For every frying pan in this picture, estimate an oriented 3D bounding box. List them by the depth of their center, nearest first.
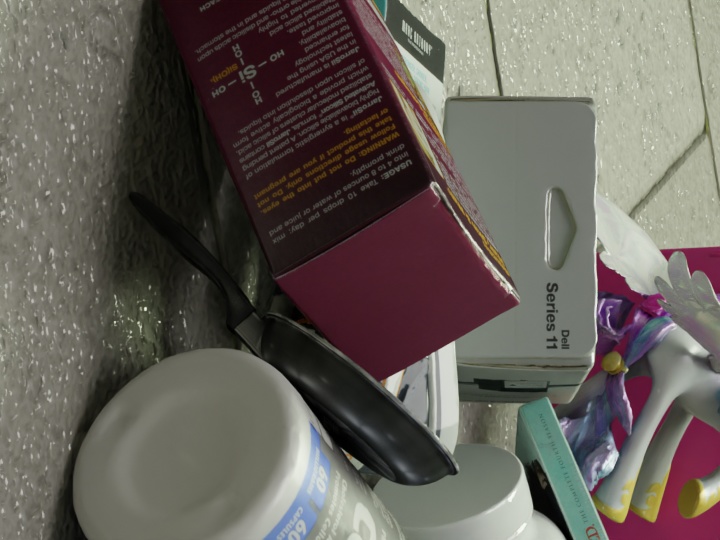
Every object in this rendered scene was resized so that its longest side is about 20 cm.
[{"bbox_3d":[-0.031,0.037,1.286,0.190,0.115,0.031,42,80,-14],"label":"frying pan"}]

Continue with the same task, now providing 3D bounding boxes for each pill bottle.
[{"bbox_3d":[-0.041,0.133,1.308,0.200,0.113,0.114,55,40,-49],"label":"pill bottle"},{"bbox_3d":[0.069,0.200,1.541,0.112,0.112,0.201,-55,136,-53],"label":"pill bottle"}]

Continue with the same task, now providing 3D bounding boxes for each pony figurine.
[{"bbox_3d":[0.188,0.050,1.681,0.193,0.167,0.200,29,101,-38],"label":"pony figurine"}]

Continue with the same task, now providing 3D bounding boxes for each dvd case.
[{"bbox_3d":[0.122,0.174,1.613,0.200,0.022,0.146,84,-15,-65],"label":"dvd case"}]

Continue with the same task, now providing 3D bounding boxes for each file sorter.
[{"bbox_3d":[0.206,0.090,1.828,0.125,0.139,0.201,9,79,-68],"label":"file sorter"}]

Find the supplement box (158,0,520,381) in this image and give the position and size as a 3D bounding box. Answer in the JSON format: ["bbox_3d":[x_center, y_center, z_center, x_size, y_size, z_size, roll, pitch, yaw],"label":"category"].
[{"bbox_3d":[-0.013,-0.062,1.324,0.110,0.085,0.200,51,12,-51],"label":"supplement box"}]

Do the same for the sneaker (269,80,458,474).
[{"bbox_3d":[0.000,0.000,1.393,0.079,0.078,0.201,2,77,-28],"label":"sneaker"}]

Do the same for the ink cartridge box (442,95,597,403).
[{"bbox_3d":[0.083,-0.008,1.547,0.200,0.083,0.147,87,3,-82],"label":"ink cartridge box"}]

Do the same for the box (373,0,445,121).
[{"bbox_3d":[0.002,-0.040,1.497,0.082,0.049,0.201,36,55,-60],"label":"box"}]
